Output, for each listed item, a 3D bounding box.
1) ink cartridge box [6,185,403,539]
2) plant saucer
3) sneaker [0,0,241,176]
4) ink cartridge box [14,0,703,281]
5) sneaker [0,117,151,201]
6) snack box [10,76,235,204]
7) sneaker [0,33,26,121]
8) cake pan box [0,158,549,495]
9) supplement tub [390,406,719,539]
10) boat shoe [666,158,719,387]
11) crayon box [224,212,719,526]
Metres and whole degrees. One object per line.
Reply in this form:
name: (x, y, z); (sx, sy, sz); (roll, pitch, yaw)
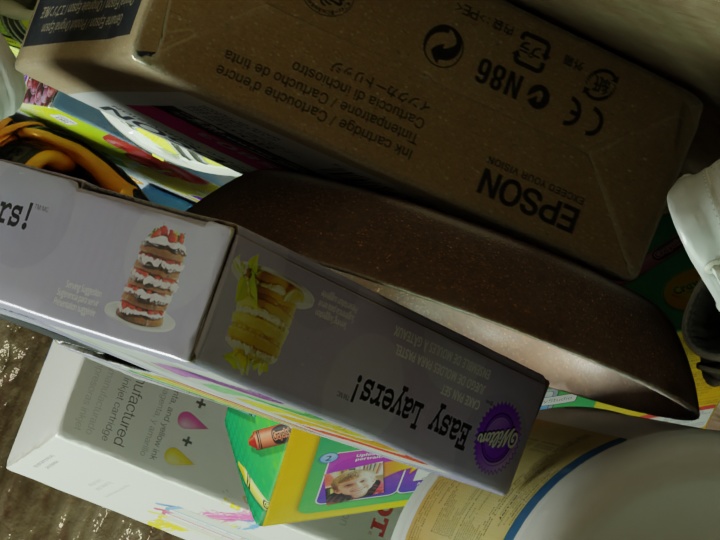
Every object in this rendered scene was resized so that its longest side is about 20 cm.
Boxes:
ink cartridge box: (-0.044, 0.064, 1.399); (0.200, 0.129, 0.125); (22, 164, -12)
plant saucer: (0.030, 0.006, 1.052); (0.200, 0.035, 0.200); (19, 174, 2)
sneaker: (-0.090, -0.091, 1.143); (0.200, 0.076, 0.076); (21, 175, 0)
ink cartridge box: (-0.005, -0.066, 1.051); (0.200, 0.075, 0.165); (23, 173, -19)
sneaker: (-0.152, -0.036, 1.303); (0.200, 0.078, 0.077); (26, 148, 29)
snack box: (-0.101, -0.075, 1.369); (0.168, 0.068, 0.200); (26, 175, -28)
sneaker: (-0.220, -0.112, 1.111); (0.200, 0.088, 0.075); (45, 162, 15)
cake pan box: (-0.064, 0.012, 1.023); (0.200, 0.052, 0.184); (16, 171, 38)
supplement tub: (0.092, 0.125, 1.089); (0.144, 0.145, 0.200); (23, 175, -13)
boat shoe: (0.144, 0.013, 1.025); (0.068, 0.072, 0.200); (-18, 159, 6)
crayon box: (0.053, 0.040, 1.221); (0.200, 0.058, 0.119); (-7, 148, -17)
